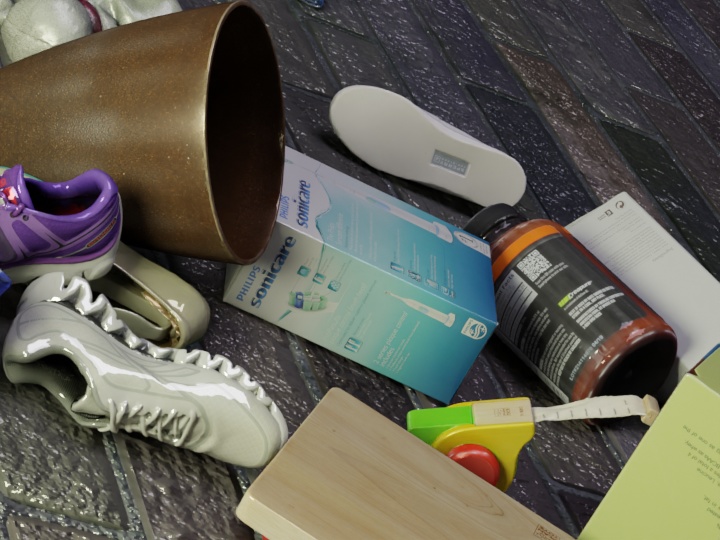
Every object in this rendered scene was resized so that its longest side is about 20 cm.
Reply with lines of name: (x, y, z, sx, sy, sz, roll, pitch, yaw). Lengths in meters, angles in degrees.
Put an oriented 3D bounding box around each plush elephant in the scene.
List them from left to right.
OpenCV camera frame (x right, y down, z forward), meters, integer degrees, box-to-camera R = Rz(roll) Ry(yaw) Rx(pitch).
plush elephant: (-0.216, -0.170, 1.890, 0.154, 0.201, 0.165, -14, 42, -28)

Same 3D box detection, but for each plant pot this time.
plant pot: (-0.175, -0.098, 1.739, 0.199, 0.188, 0.187, 1, 17, 15)

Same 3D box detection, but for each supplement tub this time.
supplement tub: (0.163, 0.030, 1.999, 0.107, 0.107, 0.200, 3, 36, -49)

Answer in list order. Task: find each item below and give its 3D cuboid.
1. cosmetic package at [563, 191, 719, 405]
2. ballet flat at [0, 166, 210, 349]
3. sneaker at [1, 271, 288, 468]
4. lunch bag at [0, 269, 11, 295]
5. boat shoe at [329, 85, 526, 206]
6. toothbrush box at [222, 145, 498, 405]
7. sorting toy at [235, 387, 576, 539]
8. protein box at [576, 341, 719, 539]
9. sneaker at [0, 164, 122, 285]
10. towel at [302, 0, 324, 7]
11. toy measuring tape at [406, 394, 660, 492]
cosmetic package: (0.261, 0.041, 2.068, 0.200, 0.081, 0.113, 49, -15, 38)
ballet flat: (-0.197, -0.002, 1.684, 0.199, 0.070, 0.070, 30, 22, -3)
sneaker: (-0.143, 0.082, 1.571, 0.199, 0.075, 0.081, 27, 36, -2)
lunch bag: (-0.339, -0.002, 1.422, 0.170, 0.124, 0.200, 39, 16, 19)
boat shoe: (0.060, -0.117, 2.239, 0.199, 0.072, 0.069, 18, 3, -13)
toothbrush box: (0.000, 0.000, 1.885, 0.199, 0.086, 0.147, 26, 24, -13)
sorting toy: (0.024, 0.186, 1.545, 0.199, 0.070, 0.199, 33, 23, 4)
protein box: (0.271, 0.189, 1.672, 0.198, 0.201, 0.135, 36, 23, 13)
sneaker: (-0.252, -0.031, 1.593, 0.199, 0.084, 0.081, -14, 47, -27)
towel: (-0.119, -0.349, 2.556, 0.199, 0.024, 0.147, 28, 20, -11)
toy measuring tape: (0.115, 0.129, 1.722, 0.199, 0.074, 0.074, -5, 25, 2)
